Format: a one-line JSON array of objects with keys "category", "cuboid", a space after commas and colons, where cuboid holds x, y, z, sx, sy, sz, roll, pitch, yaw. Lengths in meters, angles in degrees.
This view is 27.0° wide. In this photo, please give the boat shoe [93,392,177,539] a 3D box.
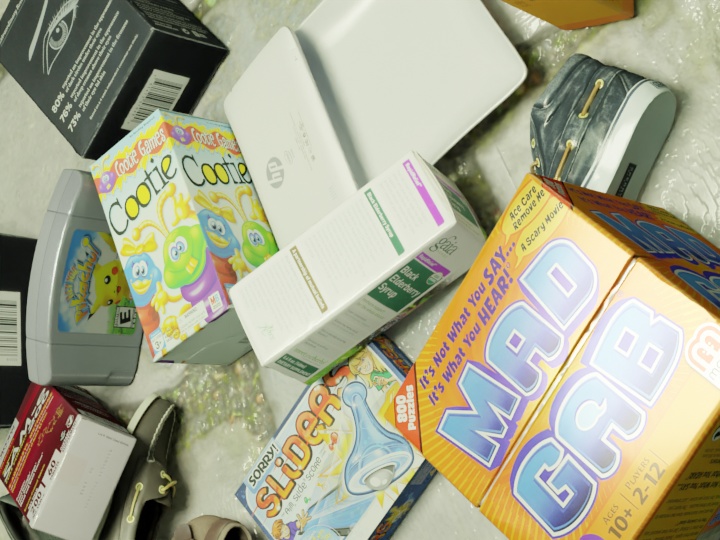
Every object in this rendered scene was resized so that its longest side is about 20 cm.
[{"category": "boat shoe", "cuboid": [-0.202, 0.214, 1.380, 0.060, 0.072, 0.203, 13, 71, 14]}]

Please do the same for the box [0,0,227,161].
[{"category": "box", "cuboid": [-0.248, -0.215, 1.447, 0.200, 0.104, 0.149, 47, 114, 31]}]

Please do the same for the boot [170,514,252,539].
[{"category": "boot", "cuboid": [-0.149, 0.319, 1.329, 0.146, 0.070, 0.202, -25, 60, 47]}]

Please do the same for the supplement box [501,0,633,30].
[{"category": "supplement box", "cuboid": [0.127, -0.232, 1.096, 0.066, 0.199, 0.070, -5, 83, 37]}]

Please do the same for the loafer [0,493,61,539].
[{"category": "loafer", "cuboid": [-0.288, 0.289, 1.451, 0.201, 0.070, 0.068, 45, 113, 31]}]

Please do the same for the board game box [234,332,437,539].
[{"category": "board game box", "cuboid": [-0.011, 0.162, 1.271, 0.135, 0.034, 0.201, 45, 112, 31]}]

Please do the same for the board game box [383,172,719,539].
[{"category": "board game box", "cuboid": [0.181, 0.081, 1.024, 0.200, 0.199, 0.201, 41, 110, 32]}]

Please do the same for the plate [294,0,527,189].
[{"category": "plate", "cuboid": [0.034, -0.172, 1.269, 0.200, 0.032, 0.201, -43, 62, 27]}]

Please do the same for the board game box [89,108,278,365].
[{"category": "board game box", "cuboid": [-0.150, -0.028, 1.354, 0.105, 0.103, 0.202, -34, 66, 30]}]

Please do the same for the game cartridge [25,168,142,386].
[{"category": "game cartridge", "cuboid": [-0.253, 0.010, 1.411, 0.040, 0.133, 0.202, 11, 93, 38]}]

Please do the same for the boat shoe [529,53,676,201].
[{"category": "boat shoe", "cuboid": [0.159, -0.063, 1.144, 0.091, 0.071, 0.202, 32, 98, 36]}]

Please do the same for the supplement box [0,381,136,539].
[{"category": "supplement box", "cuboid": [-0.280, 0.172, 1.399, 0.110, 0.060, 0.200, -66, 24, -3]}]

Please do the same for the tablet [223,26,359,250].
[{"category": "tablet", "cuboid": [-0.061, -0.098, 1.322, 0.130, 0.014, 0.202, -43, 62, 46]}]

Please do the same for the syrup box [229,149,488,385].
[{"category": "syrup box", "cuboid": [0.000, 0.000, 1.220, 0.199, 0.079, 0.082, -36, 61, 14]}]

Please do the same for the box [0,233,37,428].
[{"category": "box", "cuboid": [-0.438, 0.068, 1.559, 0.198, 0.117, 0.199, -7, 82, 36]}]
